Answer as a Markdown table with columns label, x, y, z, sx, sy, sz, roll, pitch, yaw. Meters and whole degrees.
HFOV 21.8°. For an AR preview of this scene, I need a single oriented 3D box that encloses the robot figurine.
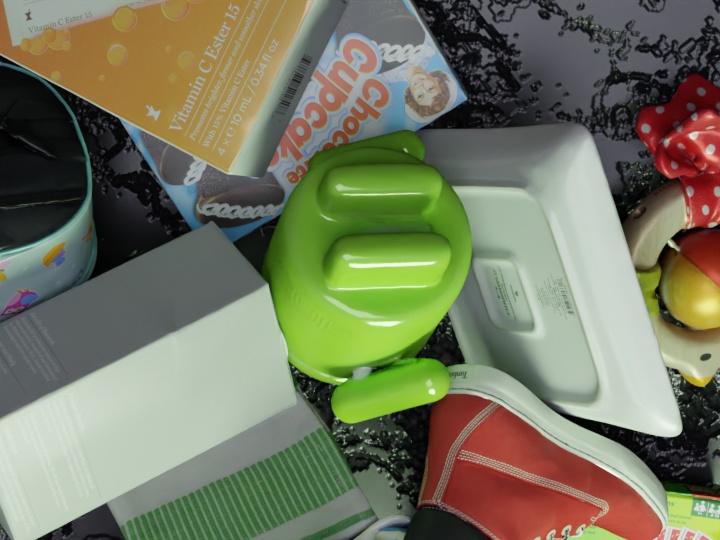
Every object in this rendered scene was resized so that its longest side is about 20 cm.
| label | x | y | z | sx | sy | sz | roll | pitch | yaw |
| --- | --- | --- | --- | --- | --- | --- | --- | --- | --- |
| robot figurine | 0.000 | 0.000 | 1.135 | 0.115 | 0.200 | 0.177 | -4 | 70 | -12 |

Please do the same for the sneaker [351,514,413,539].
| label | x | y | z | sx | sy | sz | roll | pitch | yaw |
| --- | --- | --- | --- | --- | --- | --- | --- | --- | --- |
| sneaker | 0.045 | 0.192 | 1.164 | 0.199 | 0.076 | 0.078 | -13 | 130 | -35 |

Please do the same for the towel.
| label | x | y | z | sx | sy | sz | roll | pitch | yaw |
| --- | --- | --- | --- | --- | --- | --- | --- | --- | --- |
| towel | -0.096 | 0.110 | 1.187 | 0.152 | 0.023 | 0.201 | -25 | 64 | -17 |

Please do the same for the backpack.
| label | x | y | z | sx | sy | sz | roll | pitch | yaw |
| --- | --- | --- | --- | --- | --- | --- | --- | --- | --- |
| backpack | -0.261 | -0.031 | 1.150 | 0.199 | 0.176 | 0.154 | -22 | 145 | -12 |

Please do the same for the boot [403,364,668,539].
| label | x | y | z | sx | sy | sz | roll | pitch | yaw |
| --- | --- | --- | --- | --- | --- | --- | --- | --- | --- |
| boot | 0.108 | 0.164 | 1.155 | 0.199 | 0.072 | 0.145 | 31 | 60 | -32 |

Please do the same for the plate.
| label | x | y | z | sx | sy | sz | roll | pitch | yaw |
| --- | --- | --- | --- | --- | --- | --- | --- | --- | --- |
| plate | 0.101 | 0.009 | 1.159 | 0.032 | 0.199 | 0.201 | -26 | 105 | -28 |

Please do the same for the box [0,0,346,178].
| label | x | y | z | sx | sy | sz | roll | pitch | yaw |
| --- | --- | --- | --- | --- | --- | --- | --- | --- | --- |
| box | -0.128 | -0.156 | 1.133 | 0.199 | 0.097 | 0.125 | 27 | 95 | 7 |

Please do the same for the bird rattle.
| label | x | y | z | sx | sy | sz | roll | pitch | yaw |
| --- | --- | --- | --- | --- | --- | --- | --- | --- | --- |
| bird rattle | 0.210 | -0.016 | 1.213 | 0.163 | 0.112 | 0.201 | 40 | 81 | -29 |

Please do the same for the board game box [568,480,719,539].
| label | x | y | z | sx | sy | sz | roll | pitch | yaw |
| --- | --- | --- | --- | --- | --- | --- | --- | --- | --- |
| board game box | 0.141 | 0.187 | 1.265 | 0.198 | 0.048 | 0.103 | 8 | 92 | -2 |

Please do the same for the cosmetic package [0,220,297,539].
| label | x | y | z | sx | sy | sz | roll | pitch | yaw |
| --- | --- | --- | --- | --- | --- | --- | --- | --- | --- |
| cosmetic package | -0.146 | 0.067 | 1.128 | 0.199 | 0.090 | 0.107 | -27 | 133 | -20 |

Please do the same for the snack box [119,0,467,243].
| label | x | y | z | sx | sy | sz | roll | pitch | yaw |
| --- | --- | --- | --- | --- | --- | --- | --- | --- | --- |
| snack box | -0.044 | -0.110 | 1.203 | 0.199 | 0.037 | 0.117 | -31 | 103 | 8 |
